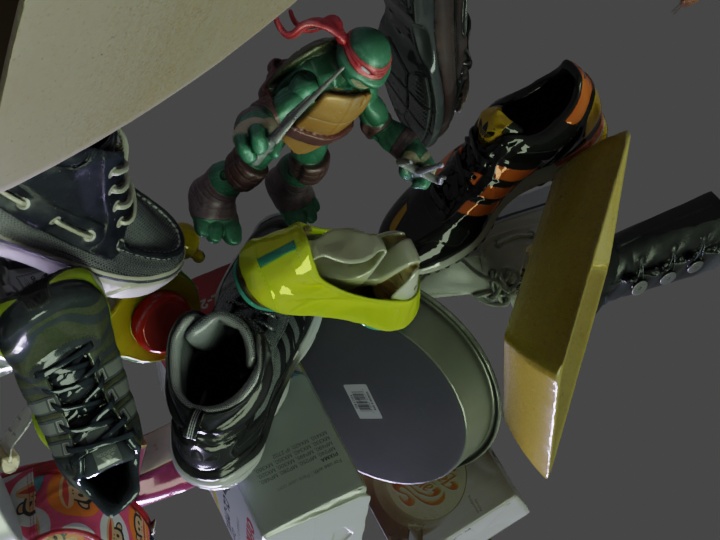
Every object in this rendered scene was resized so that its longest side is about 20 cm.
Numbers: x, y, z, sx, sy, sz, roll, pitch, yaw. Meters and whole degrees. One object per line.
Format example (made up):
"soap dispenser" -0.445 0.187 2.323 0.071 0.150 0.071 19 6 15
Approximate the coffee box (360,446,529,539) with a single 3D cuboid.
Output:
"coffee box" 0.045 0.146 1.148 0.114 0.201 0.080 -32 155 4

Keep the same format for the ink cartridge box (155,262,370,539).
"ink cartridge box" -0.078 0.119 0.974 0.082 0.201 0.146 -22 153 -17

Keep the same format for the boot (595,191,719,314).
"boot" 0.258 0.012 1.304 0.198 0.066 0.165 -22 154 -27

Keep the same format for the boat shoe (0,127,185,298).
"boat shoe" -0.151 -0.044 0.758 0.092 0.075 0.199 -35 154 25

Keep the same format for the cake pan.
"cake pan" 0.012 0.089 1.032 0.037 0.199 0.201 -50 171 -42

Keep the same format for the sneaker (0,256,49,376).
"sneaker" -0.225 0.009 0.782 0.114 0.076 0.201 -23 158 -16

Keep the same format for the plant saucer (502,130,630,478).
"plant saucer" 0.146 0.025 0.981 0.201 0.048 0.202 80 28 -61

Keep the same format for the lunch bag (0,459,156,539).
"lunch bag" -0.266 0.235 1.059 0.198 0.083 0.177 -19 143 10

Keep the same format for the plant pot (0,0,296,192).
"plant pot" -0.095 -0.179 0.476 0.176 0.200 0.201 -22 154 -40

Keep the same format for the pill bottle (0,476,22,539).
"pill bottle" -0.344 0.194 0.920 0.198 0.120 0.120 -25 153 -11

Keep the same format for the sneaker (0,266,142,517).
"sneaker" -0.161 0.073 0.778 0.073 0.081 0.201 -28 148 -14

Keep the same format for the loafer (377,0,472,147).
"loafer" 0.047 -0.149 0.797 0.063 0.072 0.201 -30 151 -11

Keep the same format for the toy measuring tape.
"toy measuring tape" -0.164 0.057 0.887 0.201 0.073 0.074 -55 152 -1

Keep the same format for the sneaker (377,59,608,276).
"sneaker" 0.087 -0.080 0.962 0.199 0.070 0.090 -35 148 -2

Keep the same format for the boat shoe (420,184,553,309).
"boat shoe" 0.120 -0.002 1.100 0.200 0.087 0.075 -19 151 -23

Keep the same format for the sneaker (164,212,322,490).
"sneaker" -0.072 0.036 0.866 0.075 0.202 0.114 15 156 6

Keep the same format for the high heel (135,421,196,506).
"high heel" -0.139 0.164 1.130 0.198 0.068 0.097 -8 136 -29

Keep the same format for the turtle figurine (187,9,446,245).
"turtle figurine" -0.023 -0.084 0.800 0.148 0.102 0.200 7 153 -30

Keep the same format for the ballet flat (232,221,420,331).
"ballet flat" 0.000 0.000 0.869 0.067 0.067 0.199 -35 158 27
